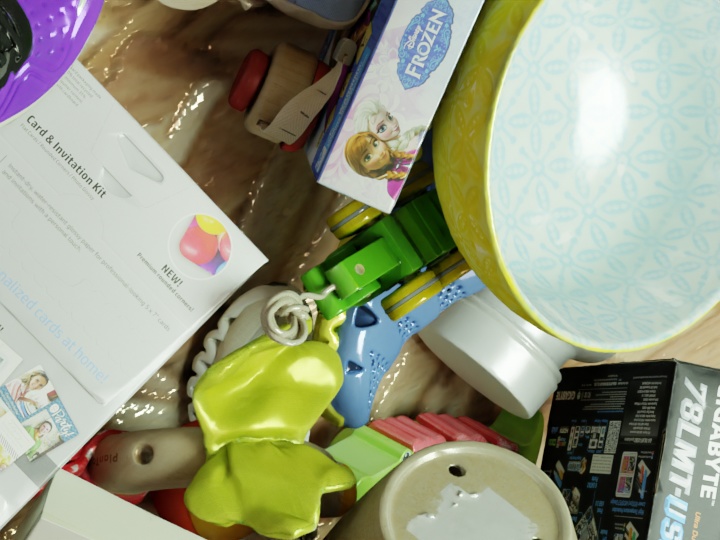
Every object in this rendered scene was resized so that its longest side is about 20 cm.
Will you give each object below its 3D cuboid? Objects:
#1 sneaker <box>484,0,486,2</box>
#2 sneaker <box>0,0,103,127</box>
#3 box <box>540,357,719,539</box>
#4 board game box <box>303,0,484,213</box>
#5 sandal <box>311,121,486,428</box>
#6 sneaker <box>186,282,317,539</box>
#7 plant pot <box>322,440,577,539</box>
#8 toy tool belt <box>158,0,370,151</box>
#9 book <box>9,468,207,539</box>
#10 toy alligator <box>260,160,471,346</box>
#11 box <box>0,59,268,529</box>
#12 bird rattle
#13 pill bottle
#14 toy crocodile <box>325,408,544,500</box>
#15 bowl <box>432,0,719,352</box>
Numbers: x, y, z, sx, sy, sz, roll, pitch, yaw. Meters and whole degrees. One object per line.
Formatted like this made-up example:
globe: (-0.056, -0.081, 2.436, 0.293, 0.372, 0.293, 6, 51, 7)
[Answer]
sneaker: (0.105, -0.154, 1.485, 0.079, 0.089, 0.200, -43, 161, -57)
sneaker: (-0.182, -0.085, 1.303, 0.200, 0.100, 0.070, -40, 96, -18)
box: (0.139, 0.151, 1.630, 0.050, 0.200, 0.199, 11, 84, -14)
board game box: (0.028, -0.141, 1.437, 0.041, 0.200, 0.200, 23, 98, -8)
sandal: (0.032, -0.010, 1.541, 0.079, 0.087, 0.200, 114, -3, -79)
sneaker: (-0.051, 0.104, 1.580, 0.075, 0.081, 0.200, -7, 116, -40)
plant pot: (0.040, 0.179, 1.468, 0.187, 0.187, 0.200, -29, 152, -30)
toy tool belt: (-0.047, -0.169, 1.412, 0.123, 0.125, 0.200, 22, 95, -9)
book: (-0.126, 0.188, 1.456, 0.200, 0.133, 0.048, -55, -167, 43)
toy alligator: (0.000, 0.000, 1.442, 0.054, 0.059, 0.200, -34, 179, 42)
box: (-0.166, 0.010, 1.374, 0.156, 0.041, 0.200, 46, 76, -9)
bird rattle: (-0.088, 0.105, 1.473, 0.163, 0.200, 0.113, 35, 44, -58)
pill bottle: (0.123, -0.020, 1.652, 0.200, 0.112, 0.112, -51, 139, -8)
toy crocodile: (0.041, 0.106, 1.673, 0.200, 0.067, 0.062, 2, 112, -53)
bowl: (0.099, -0.068, 1.436, 0.200, 0.108, 0.201, -10, 106, -38)
